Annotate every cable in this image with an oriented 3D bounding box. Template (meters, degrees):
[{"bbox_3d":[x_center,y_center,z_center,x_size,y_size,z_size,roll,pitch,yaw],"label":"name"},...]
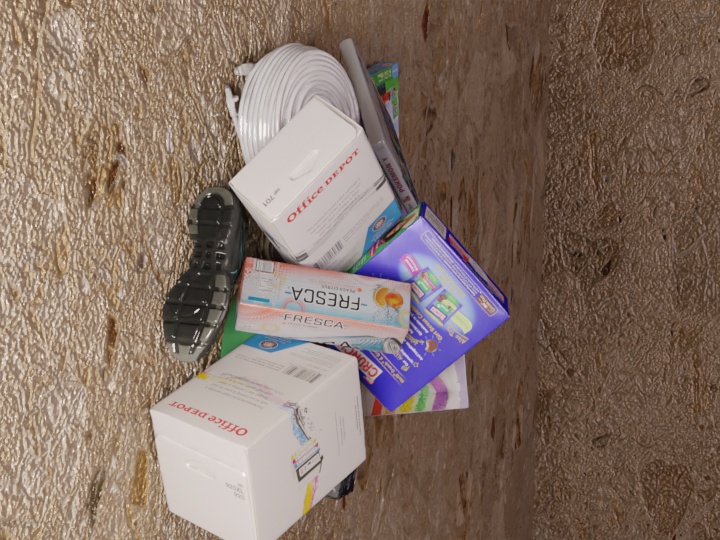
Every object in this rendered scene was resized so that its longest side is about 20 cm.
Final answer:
[{"bbox_3d":[-0.072,-0.181,1.327,0.200,0.069,0.202,-42,128,-46],"label":"cable"}]

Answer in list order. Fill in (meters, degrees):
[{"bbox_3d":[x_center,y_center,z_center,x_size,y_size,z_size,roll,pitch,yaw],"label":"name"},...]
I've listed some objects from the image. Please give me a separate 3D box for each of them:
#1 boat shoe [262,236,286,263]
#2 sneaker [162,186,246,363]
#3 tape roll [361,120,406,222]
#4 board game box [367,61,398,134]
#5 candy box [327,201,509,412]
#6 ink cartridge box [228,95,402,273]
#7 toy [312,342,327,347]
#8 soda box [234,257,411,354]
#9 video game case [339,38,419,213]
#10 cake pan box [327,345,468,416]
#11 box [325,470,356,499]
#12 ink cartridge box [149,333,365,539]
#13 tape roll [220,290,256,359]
[{"bbox_3d":[-0.036,-0.067,1.394,0.200,0.073,0.075,-43,112,-14],"label":"boat shoe"},{"bbox_3d":[-0.162,0.011,1.191,0.079,0.075,0.202,57,42,-64],"label":"sneaker"},{"bbox_3d":[0.010,-0.139,1.544,0.200,0.065,0.202,-19,90,-80],"label":"tape roll"},{"bbox_3d":[0.024,-0.224,1.722,0.151,0.036,0.202,-44,137,-63],"label":"board game box"},{"bbox_3d":[0.057,0.046,1.325,0.169,0.200,0.077,48,16,-9],"label":"candy box"},{"bbox_3d":[-0.046,-0.083,1.244,0.146,0.086,0.200,-45,150,-8],"label":"ink cartridge box"},{"bbox_3d":[-0.072,0.110,1.374,0.115,0.047,0.202,-37,131,-67],"label":"toy"},{"bbox_3d":[-0.044,0.042,1.231,0.069,0.198,0.064,110,-12,-58],"label":"soda box"},{"bbox_3d":[0.029,-0.193,1.479,0.183,0.023,0.201,56,14,-53],"label":"video game case"},{"bbox_3d":[0.047,0.089,1.407,0.052,0.182,0.203,-88,173,-78],"label":"cake pan box"},{"bbox_3d":[-0.026,0.241,1.627,0.199,0.049,0.202,62,37,-82],"label":"box"},{"bbox_3d":[-0.111,0.187,1.204,0.199,0.146,0.146,-34,129,-44],"label":"ink cartridge box"},{"bbox_3d":[-0.117,0.101,1.386,0.200,0.048,0.203,5,90,-71],"label":"tape roll"}]
